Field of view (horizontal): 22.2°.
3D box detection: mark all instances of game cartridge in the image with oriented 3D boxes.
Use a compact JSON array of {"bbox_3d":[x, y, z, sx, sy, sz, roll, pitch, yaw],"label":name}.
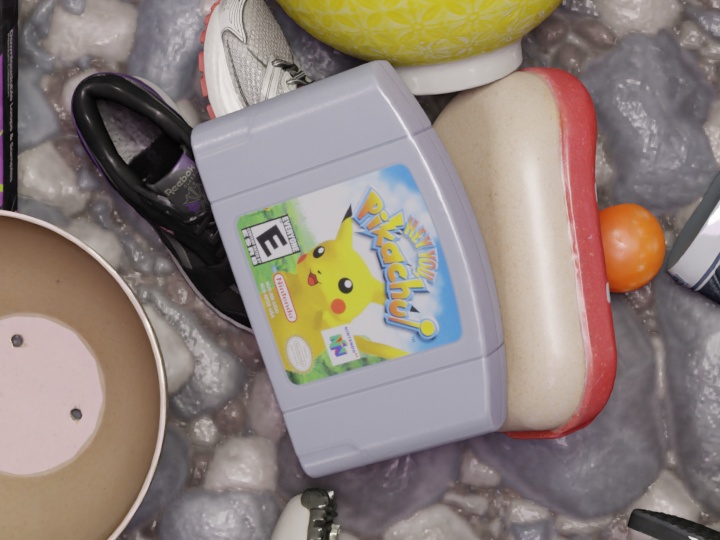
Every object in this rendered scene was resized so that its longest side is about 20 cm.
[{"bbox_3d":[0.000,0.000,0.959,0.132,0.040,0.202,-18,95,21],"label":"game cartridge"}]

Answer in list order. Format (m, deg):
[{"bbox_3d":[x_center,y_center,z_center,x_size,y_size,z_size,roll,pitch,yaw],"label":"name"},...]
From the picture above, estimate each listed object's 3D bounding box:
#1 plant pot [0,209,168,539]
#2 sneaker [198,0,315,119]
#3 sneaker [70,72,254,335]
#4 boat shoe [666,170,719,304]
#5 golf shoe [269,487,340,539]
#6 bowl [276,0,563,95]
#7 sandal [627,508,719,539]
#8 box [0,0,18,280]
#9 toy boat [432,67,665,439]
[{"bbox_3d":[-0.195,0.072,1.003,0.198,0.134,0.202,0,88,2],"label":"plant pot"},{"bbox_3d":[-0.018,-0.072,1.015,0.082,0.078,0.201,-33,84,30],"label":"sneaker"},{"bbox_3d":[-0.088,-0.030,1.025,0.200,0.088,0.076,42,90,2],"label":"sneaker"},{"bbox_3d":[0.259,-0.060,1.020,0.090,0.071,0.201,30,105,-3],"label":"boat shoe"},{"bbox_3d":[-0.070,0.211,1.027,0.087,0.077,0.202,19,89,9],"label":"golf shoe"},{"bbox_3d":[0.041,-0.158,0.987,0.198,0.200,0.109,-11,111,2],"label":"bowl"},{"bbox_3d":[0.221,0.180,0.983,0.199,0.075,0.048,27,87,-26],"label":"sandal"},{"bbox_3d":[-0.261,-0.096,1.011,0.142,0.036,0.202,7,119,3],"label":"box"},{"bbox_3d":[0.111,-0.012,1.017,0.130,0.130,0.202,-6,89,-29],"label":"toy boat"}]
